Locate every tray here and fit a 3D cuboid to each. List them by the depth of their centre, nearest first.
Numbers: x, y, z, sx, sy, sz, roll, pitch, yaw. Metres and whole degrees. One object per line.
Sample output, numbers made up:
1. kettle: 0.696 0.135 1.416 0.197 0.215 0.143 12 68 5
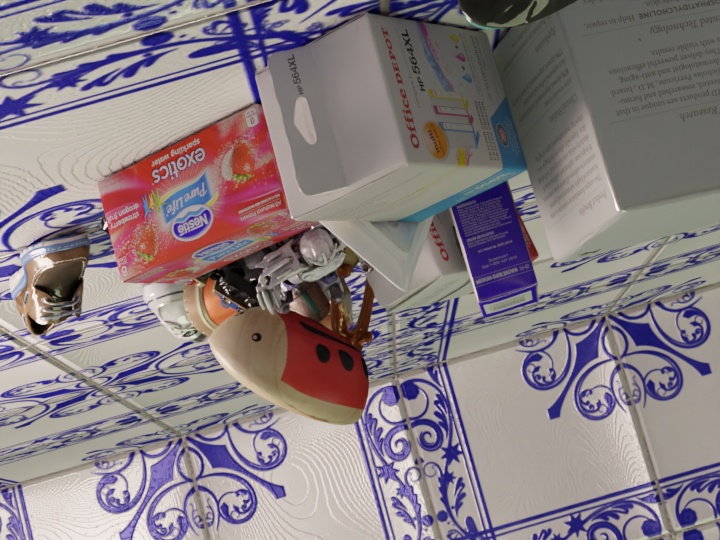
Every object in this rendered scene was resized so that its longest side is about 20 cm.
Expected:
1. tray: 0.024 -0.068 1.422 0.022 0.107 0.200 -43 -167 30

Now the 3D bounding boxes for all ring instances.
1. ring: 0.000 0.000 1.718 0.019 0.203 0.200 4 174 12

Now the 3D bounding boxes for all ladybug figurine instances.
1. ladybug figurine: -0.060 0.090 1.596 0.199 0.136 0.072 25 105 -44

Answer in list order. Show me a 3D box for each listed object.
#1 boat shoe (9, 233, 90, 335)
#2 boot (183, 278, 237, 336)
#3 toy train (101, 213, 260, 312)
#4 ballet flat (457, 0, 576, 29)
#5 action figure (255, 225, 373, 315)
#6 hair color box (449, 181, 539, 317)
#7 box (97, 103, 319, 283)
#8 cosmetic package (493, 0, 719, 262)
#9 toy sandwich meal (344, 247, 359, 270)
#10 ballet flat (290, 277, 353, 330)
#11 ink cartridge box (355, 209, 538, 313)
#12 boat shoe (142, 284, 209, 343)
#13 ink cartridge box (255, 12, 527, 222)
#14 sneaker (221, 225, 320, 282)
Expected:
1. boat shoe: -0.314 0.017 1.663 0.072 0.073 0.200 -12 169 -22
2. boot: -0.109 0.047 1.816 0.106 0.076 0.200 -14 164 18
3. toy train: -0.171 -0.007 1.589 0.199 0.034 0.046 32 138 -25
4. ballet flat: 0.159 -0.232 1.125 0.198 0.068 0.069 -24 162 -14
5. action figure: -0.043 -0.005 1.512 0.129 0.070 0.200 -18 176 -9
6. hair color box: 0.114 -0.065 1.528 0.064 0.202 0.109 -18 169 4
7. box: -0.128 -0.065 1.442 0.199 0.101 0.095 -21 168 30
8. cosmetic package: 0.231 -0.135 1.339 0.165 0.202 0.167 -13 170 -15
9. toy sandwich meal: -0.083 -0.030 1.805 0.203 0.071 0.205 -4 167 -1
10. ballet flat: -0.042 0.040 1.730 0.068 0.067 0.200 -40 172 8
11. ink cartridge box: 0.078 -0.050 1.644 0.083 0.148 0.199 -32 169 34
12. boat shoe: -0.215 0.052 2.013 0.073 0.067 0.200 -18 169 10
13. ink cartridge box: 0.019 -0.119 1.299 0.125 0.130 0.199 -23 168 35
14. sneaker: -0.104 -0.052 1.613 0.113 0.076 0.200 8 143 -24
